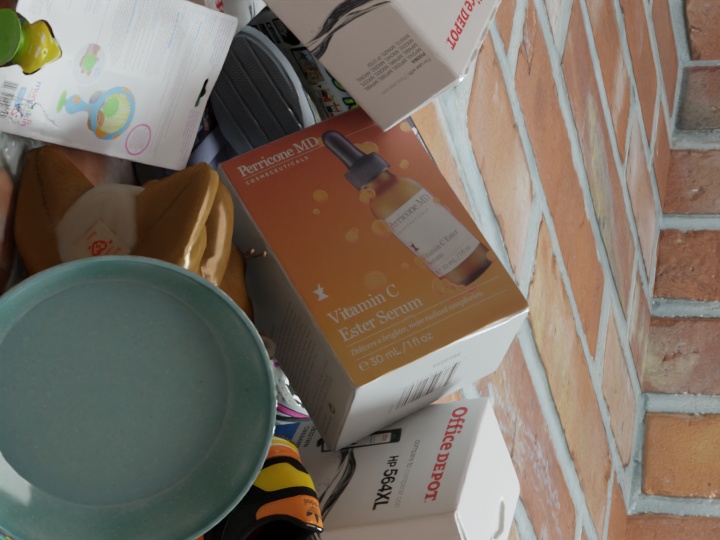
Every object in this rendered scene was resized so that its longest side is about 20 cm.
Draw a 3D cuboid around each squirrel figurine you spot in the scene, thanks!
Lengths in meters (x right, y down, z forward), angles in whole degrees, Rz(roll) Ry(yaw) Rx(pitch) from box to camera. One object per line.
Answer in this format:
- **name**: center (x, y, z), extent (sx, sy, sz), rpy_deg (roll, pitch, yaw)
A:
- **squirrel figurine**: center (-0.137, 0.035, 1.157), extent (0.187, 0.140, 0.202), rpy_deg (48, 46, -61)

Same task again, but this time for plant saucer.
- **plant saucer**: center (-0.151, 0.080, 1.043), extent (0.036, 0.198, 0.202), rpy_deg (-121, -157, -67)

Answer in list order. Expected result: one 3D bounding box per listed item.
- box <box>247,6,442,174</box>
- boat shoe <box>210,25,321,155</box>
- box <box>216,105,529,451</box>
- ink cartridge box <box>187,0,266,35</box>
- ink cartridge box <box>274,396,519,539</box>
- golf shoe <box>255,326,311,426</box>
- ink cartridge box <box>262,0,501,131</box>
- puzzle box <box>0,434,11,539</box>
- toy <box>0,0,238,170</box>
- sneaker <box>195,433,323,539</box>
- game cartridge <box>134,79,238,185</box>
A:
- **box**: center (-0.015, -0.131, 1.392), extent (0.035, 0.110, 0.201), rpy_deg (-44, 117, -31)
- **boat shoe**: center (-0.062, -0.107, 1.372), extent (0.062, 0.071, 0.201), rpy_deg (-86, 152, -63)
- **box**: center (0.000, 0.000, 1.259), extent (0.201, 0.151, 0.107), rpy_deg (57, -24, 20)
- **ink cartridge box**: center (-0.121, -0.259, 1.291), extent (0.200, 0.083, 0.147), rpy_deg (-57, 142, -58)
- **ink cartridge box**: center (0.002, 0.174, 1.253), extent (0.146, 0.198, 0.085), rpy_deg (-66, 141, -57)
- **golf shoe**: center (-0.094, 0.058, 1.311), extent (0.200, 0.092, 0.073), rpy_deg (39, 35, -40)
- **ink cartridge box**: center (-0.002, -0.222, 1.245), extent (0.200, 0.084, 0.145), rpy_deg (46, 36, -16)
- **puzzle box**: center (-0.207, 0.153, 1.140), extent (0.200, 0.025, 0.134), rpy_deg (58, 37, -57)
- **toy**: center (-0.174, -0.140, 1.153), extent (0.199, 0.047, 0.116), rpy_deg (8, 107, -58)
- **sneaker**: center (-0.101, 0.203, 1.146), extent (0.070, 0.200, 0.090), rpy_deg (27, 20, -41)
- **game cartridge**: center (-0.124, -0.108, 1.370), extent (0.200, 0.038, 0.131), rpy_deg (-58, 148, -57)
